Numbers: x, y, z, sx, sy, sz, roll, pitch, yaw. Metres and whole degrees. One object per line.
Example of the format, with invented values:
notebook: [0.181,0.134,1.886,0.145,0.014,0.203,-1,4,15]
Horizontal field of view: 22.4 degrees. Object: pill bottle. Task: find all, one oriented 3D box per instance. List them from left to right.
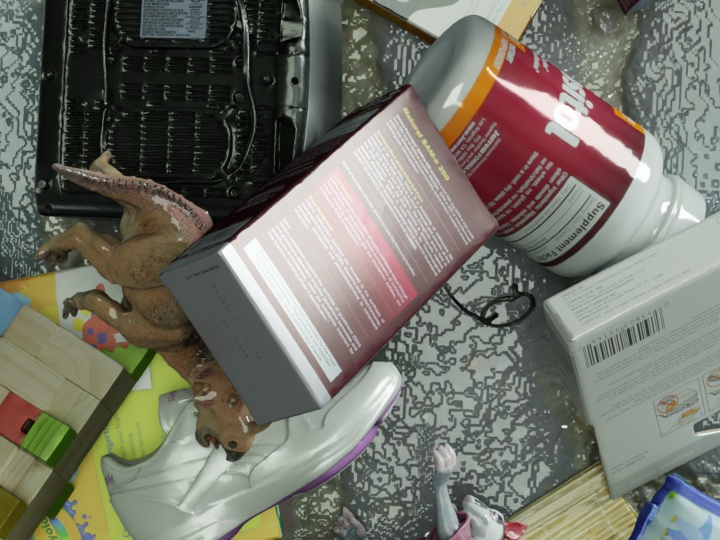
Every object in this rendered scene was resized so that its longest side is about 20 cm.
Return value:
pill bottle: [0.121,-0.068,1.182,0.200,0.113,0.113,32,88,-15]

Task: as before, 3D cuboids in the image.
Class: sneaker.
sneaker: [-0.069,0.102,1.129,0.200,0.075,0.100,-31,91,-4]

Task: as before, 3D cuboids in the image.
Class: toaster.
toaster: [-0.102,-0.120,1.170,0.200,0.119,0.181,2,89,14]

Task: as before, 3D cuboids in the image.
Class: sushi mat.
sushi mat: [0.107,0.221,1.234,0.200,0.012,0.096,-32,89,-2]

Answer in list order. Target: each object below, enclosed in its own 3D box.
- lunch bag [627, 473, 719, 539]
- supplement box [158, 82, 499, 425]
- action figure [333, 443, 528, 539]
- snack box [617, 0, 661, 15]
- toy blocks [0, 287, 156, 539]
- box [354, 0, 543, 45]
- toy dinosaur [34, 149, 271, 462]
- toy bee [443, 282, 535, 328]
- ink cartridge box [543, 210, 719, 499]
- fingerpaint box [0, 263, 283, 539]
lunch bag: [0.240,0.251,1.181,0.200,0.127,0.170,30,89,-10]
supplement box: [-0.013,-0.012,1.058,0.200,0.061,0.109,-43,106,-41]
action figure: [0.028,0.207,1.163,0.200,0.134,0.149,-19,74,-22]
snack box: [0.175,-0.249,1.151,0.053,0.200,0.142,-23,89,-1]
toy blocks: [-0.240,0.091,1.123,0.137,0.100,0.200,32,78,9]
box: [0.036,-0.230,1.229,0.200,0.041,0.119,30,89,2]
toy dinosaur: [-0.107,0.005,1.069,0.136,0.200,0.086,17,49,32]
toy bee: [0.000,0.000,1.202,0.131,0.200,0.109,-41,58,31]
ink cartridge box: [0.228,0.044,1.190,0.200,0.176,0.045,-26,47,-6]
fingerpaint box: [-0.151,0.093,1.201,0.167,0.073,0.200,-12,89,-2]
